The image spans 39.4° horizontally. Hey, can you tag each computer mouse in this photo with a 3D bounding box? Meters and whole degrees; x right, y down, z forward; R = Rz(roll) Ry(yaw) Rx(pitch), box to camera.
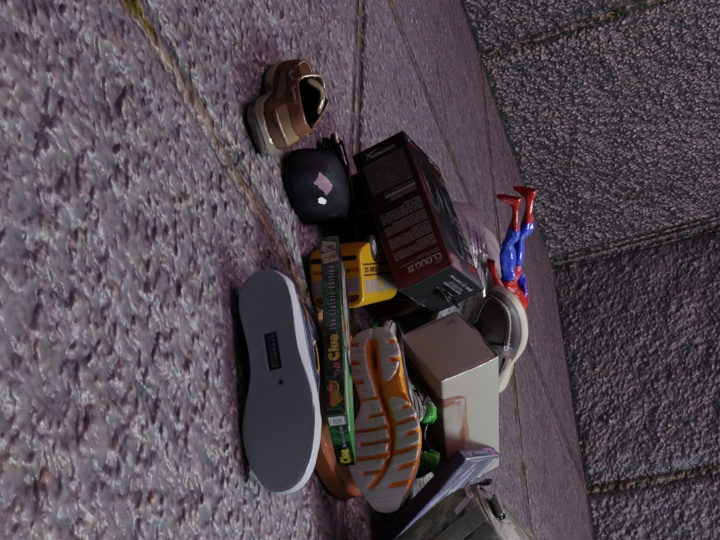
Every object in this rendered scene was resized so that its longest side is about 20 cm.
[{"bbox_3d":[-0.035,-0.106,1.211,0.200,0.052,0.141,-10,87,-74],"label":"computer mouse"}]

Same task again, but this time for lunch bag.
[{"bbox_3d":[0.090,0.313,1.008,0.140,0.199,0.168,54,7,38],"label":"lunch bag"}]

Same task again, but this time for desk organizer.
[{"bbox_3d":[0.036,-0.039,1.367,0.077,0.071,0.203,47,32,-54],"label":"desk organizer"}]

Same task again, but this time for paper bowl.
[{"bbox_3d":[0.126,0.006,1.404,0.200,0.103,0.204,-174,-90,-71],"label":"paper bowl"}]

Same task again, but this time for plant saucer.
[{"bbox_3d":[-0.020,0.143,1.088,0.200,0.032,0.203,-14,90,-75],"label":"plant saucer"}]

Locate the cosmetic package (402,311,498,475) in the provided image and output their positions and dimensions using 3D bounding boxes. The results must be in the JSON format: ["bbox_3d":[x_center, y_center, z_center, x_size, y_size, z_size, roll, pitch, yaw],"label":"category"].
[{"bbox_3d":[0.117,0.170,1.291,0.103,0.086,0.202,48,-28,48],"label":"cosmetic package"}]

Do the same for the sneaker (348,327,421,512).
[{"bbox_3d":[0.029,0.161,1.057,0.078,0.077,0.202,70,16,-52],"label":"sneaker"}]

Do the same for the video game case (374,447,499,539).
[{"bbox_3d":[0.097,0.270,1.208,0.019,0.143,0.200,44,7,20],"label":"video game case"}]

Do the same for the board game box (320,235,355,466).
[{"bbox_3d":[-0.022,0.078,0.992,0.105,0.023,0.202,85,1,-53],"label":"board game box"}]

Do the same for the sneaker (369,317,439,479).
[{"bbox_3d":[0.051,0.155,1.226,0.078,0.084,0.203,22,54,-70],"label":"sneaker"}]

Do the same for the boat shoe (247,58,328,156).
[{"bbox_3d":[-0.069,-0.189,1.128,0.201,0.071,0.076,-79,150,-56],"label":"boat shoe"}]

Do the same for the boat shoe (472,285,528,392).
[{"bbox_3d":[0.168,0.105,1.320,0.072,0.064,0.201,41,-34,27],"label":"boat shoe"}]

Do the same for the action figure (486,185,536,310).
[{"bbox_3d":[0.197,-0.007,1.317,0.065,0.051,0.203,-29,125,-49],"label":"action figure"}]

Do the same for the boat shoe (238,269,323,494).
[{"bbox_3d":[-0.061,0.105,0.910,0.091,0.070,0.203,48,32,-63],"label":"boat shoe"}]

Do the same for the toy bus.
[{"bbox_3d":[0.000,0.000,1.206,0.200,0.064,0.080,-7,90,-74],"label":"toy bus"}]

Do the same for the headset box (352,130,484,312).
[{"bbox_3d":[0.075,-0.047,1.228,0.149,0.076,0.202,30,37,-64],"label":"headset box"}]
